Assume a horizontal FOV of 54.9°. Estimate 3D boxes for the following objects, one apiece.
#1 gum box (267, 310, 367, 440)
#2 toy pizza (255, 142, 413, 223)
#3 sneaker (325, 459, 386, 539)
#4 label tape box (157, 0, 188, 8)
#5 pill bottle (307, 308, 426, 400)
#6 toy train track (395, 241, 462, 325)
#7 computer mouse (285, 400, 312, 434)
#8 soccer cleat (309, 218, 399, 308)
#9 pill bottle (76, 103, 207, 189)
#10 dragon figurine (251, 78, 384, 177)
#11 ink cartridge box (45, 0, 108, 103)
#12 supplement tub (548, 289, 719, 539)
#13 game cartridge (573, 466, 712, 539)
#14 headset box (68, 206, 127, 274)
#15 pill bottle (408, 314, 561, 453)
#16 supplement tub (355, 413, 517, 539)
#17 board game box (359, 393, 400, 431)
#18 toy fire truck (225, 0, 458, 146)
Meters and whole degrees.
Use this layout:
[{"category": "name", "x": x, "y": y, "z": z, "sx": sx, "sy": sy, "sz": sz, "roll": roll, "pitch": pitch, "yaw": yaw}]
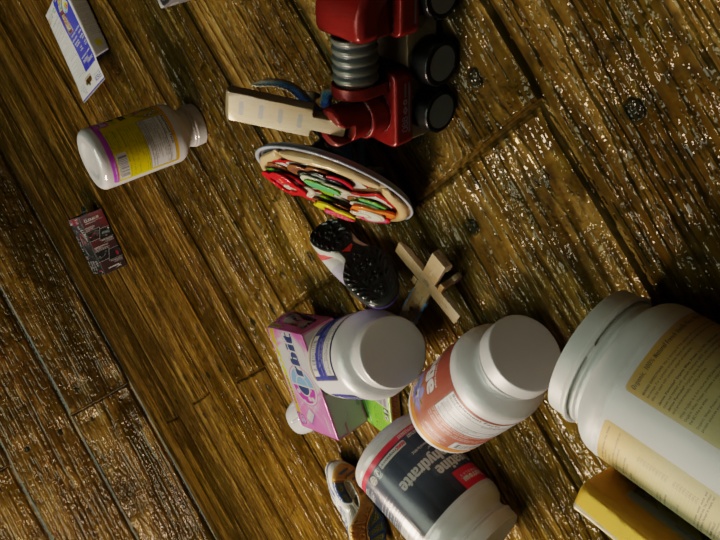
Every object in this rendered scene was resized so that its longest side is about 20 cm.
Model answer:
[{"category": "gum box", "x": -0.073, "y": 0.164, "z": 1.131, "sx": 0.113, "sy": 0.066, "sz": 0.201, "roll": 3, "pitch": 115, "yaw": 53}, {"category": "toy pizza", "x": -0.034, "y": -0.093, "z": 0.821, "sx": 0.199, "sy": 0.032, "sz": 0.200, "roll": 20, "pitch": 171, "yaw": 3}, {"category": "sneaker", "x": -0.010, "y": 0.455, "z": 1.338, "sx": 0.088, "sy": 0.075, "sz": 0.201, "roll": -1, "pitch": 107, "yaw": 69}, {"category": "label tape box", "x": -0.237, "y": -0.454, "z": 0.923, "sx": 0.200, "sy": 0.063, "sz": 0.145, "roll": 4, "pitch": 119, "yaw": 56}, {"category": "pill bottle", "x": 0.009, "y": 0.114, "z": 0.936, "sx": 0.120, "sy": 0.119, "sz": 0.200, "roll": 62, "pitch": 159, "yaw": -2}, {"category": "toy train track", "x": 0.083, "y": 0.026, "z": 0.867, "sx": 0.115, "sy": 0.032, "sz": 0.200, "roll": 52, "pitch": 156, "yaw": 16}, {"category": "computer mouse", "x": -0.107, "y": 0.283, "z": 1.355, "sx": 0.110, "sy": 0.044, "sz": 0.200, "roll": 54, "pitch": 149, "yaw": 10}, {"category": "soccer cleat", "x": 0.000, "y": 0.000, "z": 0.925, "sx": 0.200, "sy": 0.068, "sz": 0.073, "roll": 43, "pitch": 169, "yaw": 49}, {"category": "pill bottle", "x": -0.365, "y": -0.218, "z": 1.176, "sx": 0.104, "sy": 0.200, "sz": 0.105, "roll": 36, "pitch": 141, "yaw": 36}, {"category": "dragon figurine", "x": -0.036, "y": -0.153, "z": 0.791, "sx": 0.059, "sy": 0.200, "sz": 0.100, "roll": 5, "pitch": 88, "yaw": 38}, {"category": "ink cartridge box", "x": -0.589, "y": -0.478, "z": 1.463, "sx": 0.197, "sy": 0.047, "sz": 0.201, "roll": -4, "pitch": 112, "yaw": 56}, {"category": "supplement tub", "x": 0.266, "y": 0.115, "z": 0.547, "sx": 0.200, "sy": 0.144, "sz": 0.145, "roll": 36, "pitch": 141, "yaw": 37}, {"category": "game cartridge", "x": 0.300, "y": 0.218, "z": 0.557, "sx": 0.200, "sy": 0.176, "sz": 0.033, "roll": 33, "pitch": 116, "yaw": 39}, {"category": "headset box", "x": -0.777, "y": -0.093, "z": 2.034, "sx": 0.148, "sy": 0.075, "sz": 0.201, "roll": 0, "pitch": 114, "yaw": 57}, {"category": "pill bottle", "x": 0.138, "y": 0.129, "z": 0.785, "sx": 0.112, "sy": 0.112, "sz": 0.200, "roll": 53, "pitch": 148, "yaw": 13}, {"category": "supplement tub", "x": 0.102, "y": 0.310, "z": 0.962, "sx": 0.200, "sy": 0.140, "sz": 0.141, "roll": 42, "pitch": 145, "yaw": 30}, {"category": "board game box", "x": -0.008, "y": 0.190, "z": 1.144, "sx": 0.200, "sy": 0.030, "sz": 0.096, "roll": 27, "pitch": 134, "yaw": 41}, {"category": "toy fire truck", "x": -0.020, "y": -0.200, "z": 0.664, "sx": 0.128, "sy": 0.200, "sz": 0.177, "roll": 34, "pitch": 140, "yaw": 38}]
